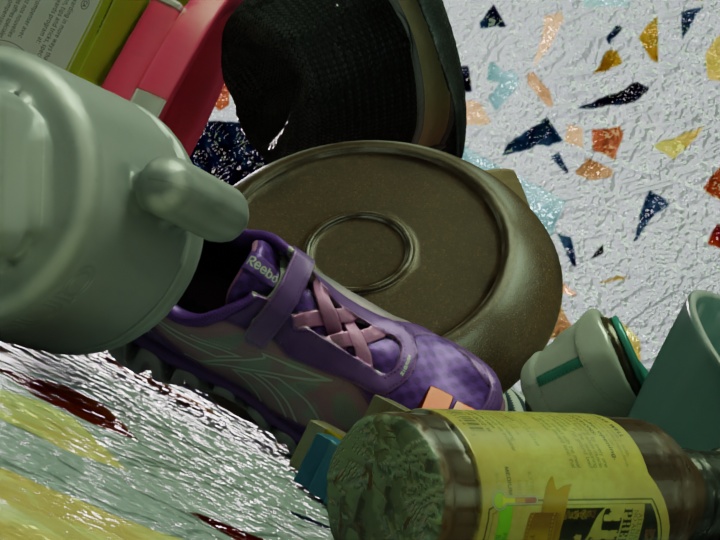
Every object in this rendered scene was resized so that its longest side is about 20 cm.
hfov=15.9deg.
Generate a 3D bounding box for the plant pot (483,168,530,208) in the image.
[{"bbox_3d":[0.012,0.026,1.422,0.201,0.201,0.093,19,47,-80],"label":"plant pot"}]

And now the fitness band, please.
[{"bbox_3d":[-0.120,-0.075,1.423,0.037,0.200,0.144,26,-19,6],"label":"fitness band"}]

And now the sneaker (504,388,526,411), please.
[{"bbox_3d":[0.072,0.094,1.327,0.084,0.075,0.200,32,6,6],"label":"sneaker"}]

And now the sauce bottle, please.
[{"bbox_3d":[0.080,0.084,0.957,0.200,0.065,0.065,3,16,-40],"label":"sauce bottle"}]

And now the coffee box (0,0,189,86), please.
[{"bbox_3d":[-0.225,-0.127,1.424,0.198,0.200,0.200,27,1,8],"label":"coffee box"}]

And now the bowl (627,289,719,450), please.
[{"bbox_3d":[0.187,0.115,1.176,0.201,0.105,0.201,39,17,-14],"label":"bowl"}]

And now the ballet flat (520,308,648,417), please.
[{"bbox_3d":[0.117,0.067,1.289,0.069,0.070,0.200,26,-7,19],"label":"ballet flat"}]

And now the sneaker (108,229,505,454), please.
[{"bbox_3d":[-0.029,0.028,1.172,0.200,0.081,0.089,22,-33,11],"label":"sneaker"}]

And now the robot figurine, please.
[{"bbox_3d":[-0.134,-0.026,1.057,0.169,0.113,0.200,1,-7,19],"label":"robot figurine"}]

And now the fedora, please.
[{"bbox_3d":[-0.021,-0.112,1.413,0.091,0.201,0.201,-20,20,-19],"label":"fedora"}]

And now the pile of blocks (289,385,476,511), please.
[{"bbox_3d":[0.027,0.082,1.061,0.082,0.062,0.200,25,1,-34],"label":"pile of blocks"}]

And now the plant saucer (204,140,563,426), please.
[{"bbox_3d":[0.000,0.000,1.279,0.200,0.200,0.032,27,-35,27],"label":"plant saucer"}]
